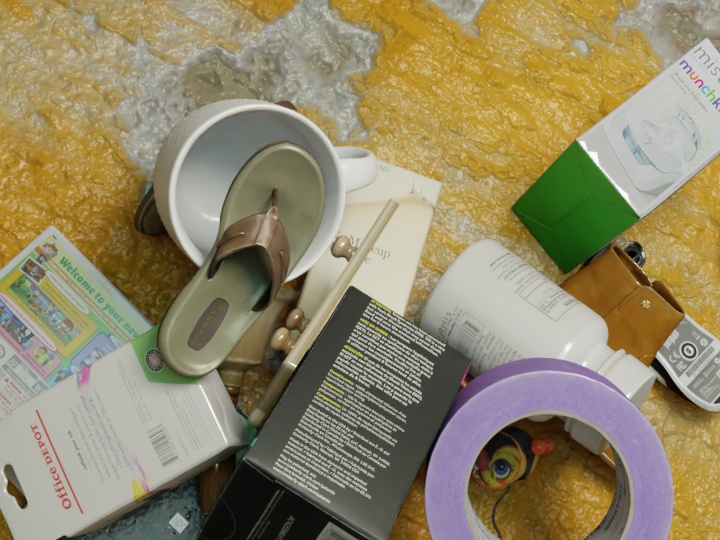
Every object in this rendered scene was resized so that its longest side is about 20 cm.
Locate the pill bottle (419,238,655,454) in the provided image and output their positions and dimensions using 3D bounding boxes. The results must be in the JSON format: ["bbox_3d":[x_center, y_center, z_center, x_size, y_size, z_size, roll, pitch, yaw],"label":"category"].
[{"bbox_3d":[0.161,0.071,1.125,0.199,0.115,0.114,37,71,22],"label":"pill bottle"}]

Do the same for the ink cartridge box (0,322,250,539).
[{"bbox_3d":[-0.206,0.140,1.025,0.199,0.067,0.118,-29,79,7],"label":"ink cartridge box"}]

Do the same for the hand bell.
[{"bbox_3d":[-0.116,0.112,1.081,0.103,0.104,0.203,7,86,-9],"label":"hand bell"}]

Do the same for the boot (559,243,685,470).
[{"bbox_3d":[0.256,0.089,1.171,0.202,0.144,0.071,53,30,10],"label":"boot"}]

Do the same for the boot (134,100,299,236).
[{"bbox_3d":[-0.121,-0.083,1.173,0.199,0.074,0.076,-35,70,-19],"label":"boot"}]

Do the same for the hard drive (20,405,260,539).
[{"bbox_3d":[-0.188,0.188,1.114,0.139,0.038,0.200,41,73,1],"label":"hard drive"}]

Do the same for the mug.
[{"bbox_3d":[-0.081,-0.078,1.070,0.198,0.175,0.150,-11,103,-15],"label":"mug"}]

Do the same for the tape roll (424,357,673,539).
[{"bbox_3d":[0.151,0.177,1.013,0.197,0.085,0.203,0,94,4],"label":"tape roll"}]

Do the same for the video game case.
[{"bbox_3d":[-0.272,0.089,1.098,0.200,0.022,0.182,43,72,7],"label":"video game case"}]

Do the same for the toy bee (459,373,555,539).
[{"bbox_3d":[0.124,0.159,1.145,0.201,0.108,0.131,54,28,-3],"label":"toy bee"}]

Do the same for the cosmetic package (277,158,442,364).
[{"bbox_3d":[0.000,0.000,1.182,0.102,0.073,0.202,18,74,-5],"label":"cosmetic package"}]

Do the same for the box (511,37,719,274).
[{"bbox_3d":[0.264,-0.103,1.193,0.176,0.200,0.097,-38,85,-16],"label":"box"}]

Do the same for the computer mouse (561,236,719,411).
[{"bbox_3d":[0.295,0.064,1.239,0.109,0.044,0.200,-39,80,-22],"label":"computer mouse"}]

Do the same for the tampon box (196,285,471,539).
[{"bbox_3d":[-0.019,0.148,1.020,0.125,0.150,0.201,32,49,1],"label":"tampon box"}]

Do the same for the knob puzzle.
[{"bbox_3d":[-0.048,0.044,1.027,0.030,0.220,0.221,32,72,0],"label":"knob puzzle"}]

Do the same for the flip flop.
[{"bbox_3d":[-0.089,-0.004,0.956,0.081,0.058,0.201,33,89,-20],"label":"flip flop"}]
